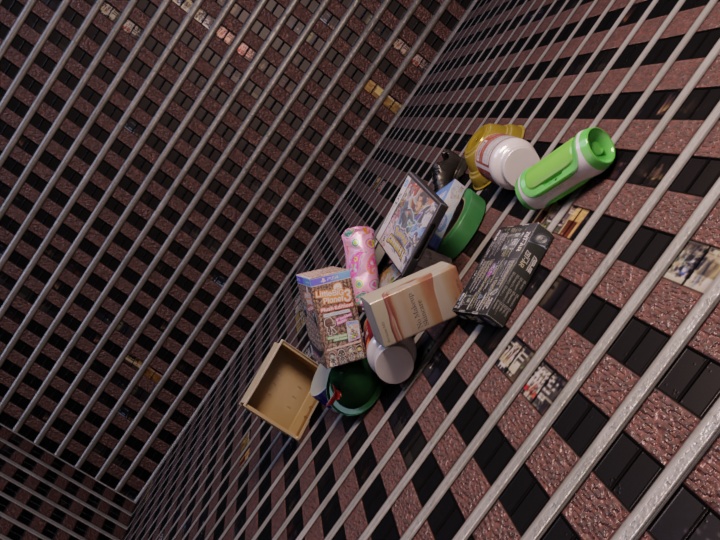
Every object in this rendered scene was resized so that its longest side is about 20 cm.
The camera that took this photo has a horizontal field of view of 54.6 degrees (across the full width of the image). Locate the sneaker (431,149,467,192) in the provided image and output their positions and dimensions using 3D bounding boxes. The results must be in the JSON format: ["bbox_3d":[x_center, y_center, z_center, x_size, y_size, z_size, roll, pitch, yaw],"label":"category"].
[{"bbox_3d":[0.234,-0.259,1.999,0.076,0.090,0.203,-29,31,57],"label":"sneaker"}]

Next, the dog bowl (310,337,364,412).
[{"bbox_3d":[-0.044,0.257,1.800,0.201,0.078,0.201,-52,14,18],"label":"dog bowl"}]

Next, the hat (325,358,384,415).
[{"bbox_3d":[-0.050,0.225,1.577,0.198,0.175,0.168,19,76,45],"label":"hat"}]

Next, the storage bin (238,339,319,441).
[{"bbox_3d":[-0.200,0.332,1.919,0.203,0.197,0.093,-60,16,-18],"label":"storage bin"}]

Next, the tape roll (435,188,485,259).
[{"bbox_3d":[0.231,-0.107,1.736,0.202,0.048,0.201,-53,12,16],"label":"tape roll"}]

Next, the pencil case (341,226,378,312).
[{"bbox_3d":[0.000,0.000,1.656,0.087,0.085,0.205,153,116,-63],"label":"pencil case"}]

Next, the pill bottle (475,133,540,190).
[{"bbox_3d":[0.332,-0.243,1.563,0.113,0.111,0.200,-53,14,9],"label":"pill bottle"}]

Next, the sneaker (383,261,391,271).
[{"bbox_3d":[0.080,0.054,1.892,0.201,0.076,0.092,-52,29,32],"label":"sneaker"}]

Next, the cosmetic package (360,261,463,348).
[{"bbox_3d":[0.111,0.068,1.439,0.196,0.105,0.087,-24,12,-10],"label":"cosmetic package"}]

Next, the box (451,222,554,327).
[{"bbox_3d":[0.270,0.007,1.340,0.202,0.043,0.160,-59,13,-9],"label":"box"}]

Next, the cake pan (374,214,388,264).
[{"bbox_3d":[0.040,-0.053,1.882,0.203,0.036,0.200,-61,5,8],"label":"cake pan"}]

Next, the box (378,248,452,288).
[{"bbox_3d":[0.118,0.028,1.666,0.200,0.115,0.061,-41,38,44],"label":"box"}]

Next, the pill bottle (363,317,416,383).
[{"bbox_3d":[0.065,0.166,1.548,0.114,0.112,0.201,-52,13,13],"label":"pill bottle"}]

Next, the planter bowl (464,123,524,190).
[{"bbox_3d":[0.328,-0.317,1.811,0.202,0.083,0.201,-52,13,17],"label":"planter bowl"}]

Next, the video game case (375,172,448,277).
[{"bbox_3d":[0.112,-0.108,1.593,0.183,0.025,0.201,-62,27,17],"label":"video game case"}]

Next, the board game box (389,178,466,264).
[{"bbox_3d":[0.169,-0.112,1.778,0.201,0.043,0.199,-62,13,-26],"label":"board game box"}]

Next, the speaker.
[{"bbox_3d":[0.381,-0.188,1.315,0.199,0.088,0.090,-36,23,56],"label":"speaker"}]

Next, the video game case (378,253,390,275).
[{"bbox_3d":[0.108,-0.110,1.874,0.182,0.025,0.202,-57,6,47],"label":"video game case"}]

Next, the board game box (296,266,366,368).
[{"bbox_3d":[-0.069,0.102,1.591,0.095,0.205,0.159,-13,5,-15],"label":"board game box"}]
